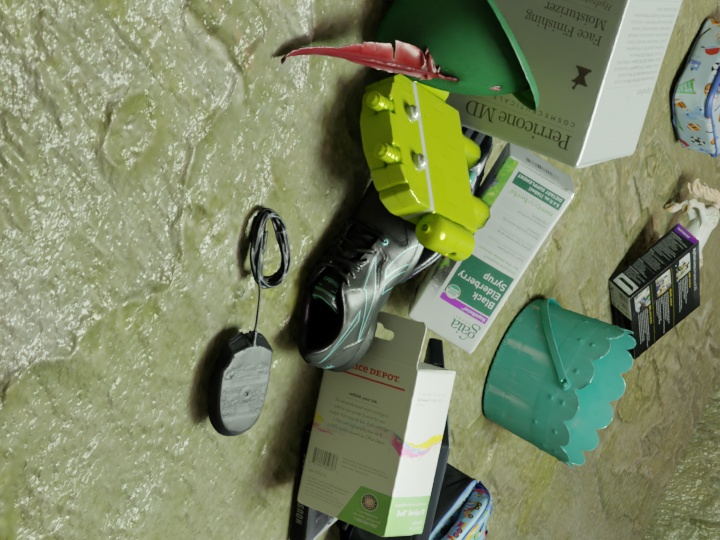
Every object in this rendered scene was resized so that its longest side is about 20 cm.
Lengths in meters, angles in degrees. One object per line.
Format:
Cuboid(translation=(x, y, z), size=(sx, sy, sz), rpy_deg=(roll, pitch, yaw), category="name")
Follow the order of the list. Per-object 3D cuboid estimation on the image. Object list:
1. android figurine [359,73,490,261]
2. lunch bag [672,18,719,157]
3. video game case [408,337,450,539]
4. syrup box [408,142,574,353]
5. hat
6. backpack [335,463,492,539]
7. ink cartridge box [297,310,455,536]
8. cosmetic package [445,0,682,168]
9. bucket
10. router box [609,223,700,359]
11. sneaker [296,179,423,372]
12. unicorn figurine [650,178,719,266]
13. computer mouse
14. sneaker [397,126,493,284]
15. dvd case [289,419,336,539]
Cuboid(translation=(0.058, -0.102, 1.261), size=(0.200, 0.041, 0.184), rpy_deg=(26, 53, -57), category="android figurine")
Cuboid(translation=(0.530, -0.277, 2.122), size=(0.161, 0.075, 0.200), rpy_deg=(-61, 156, -16), category="lunch bag")
Cuboid(translation=(0.068, 0.182, 1.468), size=(0.201, 0.019, 0.144), rpy_deg=(-90, -170, -62), category="video game case")
Cuboid(translation=(0.132, -0.024, 1.444), size=(0.201, 0.078, 0.082), rpy_deg=(-59, -177, 17), category="syrup box")
Cuboid(translation=(0.032, -0.174, 1.208), size=(0.175, 0.166, 0.201), rpy_deg=(-34, 123, -1), category="hat")
Cuboid(translation=(0.059, 0.334, 1.631), size=(0.182, 0.134, 0.201), rpy_deg=(-41, 148, -42), category="backpack")
Cuboid(translation=(0.019, 0.139, 1.352), size=(0.067, 0.116, 0.202), rpy_deg=(9, 94, -51), category="ink cartridge box")
Cuboid(translation=(0.196, -0.224, 1.374), size=(0.165, 0.164, 0.202), rpy_deg=(-16, 124, -59), category="cosmetic package")
Cuboid(translation=(0.262, 0.143, 1.870), size=(0.207, 0.134, 0.208), rpy_deg=(-46, 150, -37), category="bucket")
Cuboid(translation=(0.468, 0.036, 2.240), size=(0.149, 0.051, 0.201), rpy_deg=(-37, 147, -11), category="router box")
Cuboid(translation=(0.000, 0.000, 1.282), size=(0.079, 0.075, 0.202), rpy_deg=(8, 104, -62), category="sneaker")
Cuboid(translation=(0.534, -0.049, 2.319), size=(0.137, 0.074, 0.201), rpy_deg=(9, 125, -43), category="unicorn figurine")
Cuboid(translation=(-0.096, 0.043, 1.185), size=(0.058, 0.034, 0.202), rpy_deg=(-1, 108, -46), category="computer mouse")
Cuboid(translation=(0.076, -0.050, 1.398), size=(0.201, 0.074, 0.088), rpy_deg=(-55, 158, -26), category="sneaker")
Cuboid(translation=(-0.003, 0.183, 1.497), size=(0.200, 0.025, 0.152), rpy_deg=(-36, 142, -49), category="dvd case")
